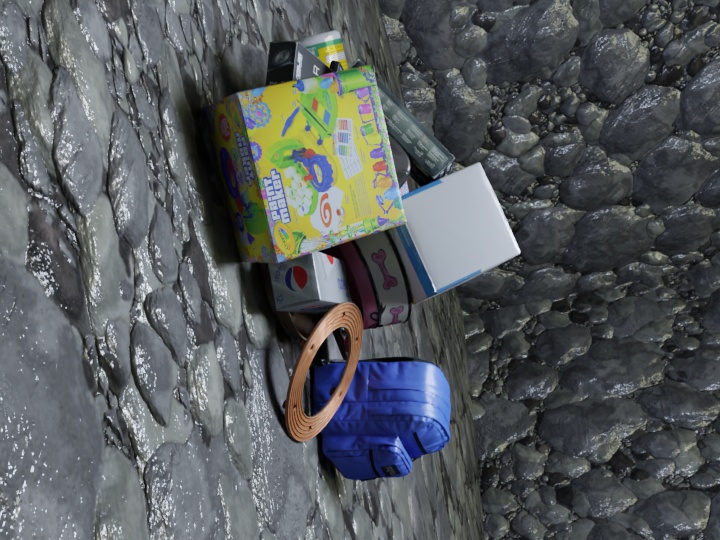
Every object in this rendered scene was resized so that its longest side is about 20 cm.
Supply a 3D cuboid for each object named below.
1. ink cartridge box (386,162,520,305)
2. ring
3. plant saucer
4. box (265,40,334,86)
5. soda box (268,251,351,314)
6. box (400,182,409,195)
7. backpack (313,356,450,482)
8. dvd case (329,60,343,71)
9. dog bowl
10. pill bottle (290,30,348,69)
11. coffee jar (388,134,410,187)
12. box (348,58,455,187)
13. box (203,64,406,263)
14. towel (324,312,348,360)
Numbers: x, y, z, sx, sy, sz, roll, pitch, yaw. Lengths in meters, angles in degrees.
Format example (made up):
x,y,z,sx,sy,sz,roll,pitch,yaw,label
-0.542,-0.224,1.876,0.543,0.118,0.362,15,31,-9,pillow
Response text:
x,y,z,sx,sy,sz,roll,pitch,yaw,label
0.115,-0.045,1.397,0.147,0.145,0.200,65,-16,4,ink cartridge box
-0.052,0.138,1.294,0.201,0.019,0.203,-50,150,-42,ring
-0.106,0.003,1.333,0.200,0.036,0.205,-11,90,-80,plant saucer
-0.085,-0.197,1.314,0.160,0.043,0.204,21,74,-68,box
-0.065,0.018,1.268,0.200,0.062,0.070,21,57,-78,soda box
0.033,-0.122,1.670,0.096,0.098,0.204,-48,127,-67,box
0.042,0.227,1.433,0.163,0.196,0.171,59,26,-61,backpack
-0.048,-0.208,1.471,0.143,0.017,0.204,43,60,-77,dvd case
0.000,0.000,1.435,0.202,0.073,0.202,58,-17,30,dog bowl
-0.067,-0.311,1.657,0.113,0.111,0.204,-62,140,-73,pill bottle
0.013,-0.153,1.368,0.104,0.085,0.200,45,-1,-7,coffee jar
0.051,-0.208,1.392,0.200,0.046,0.159,46,-2,4,box
-0.068,-0.132,1.173,0.121,0.190,0.204,2,-73,61,box
-0.036,0.076,1.477,0.201,0.022,0.146,82,-14,-62,towel
